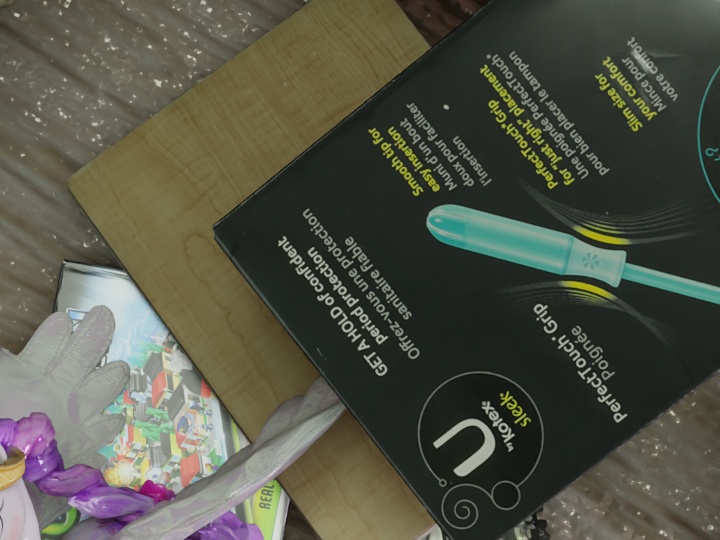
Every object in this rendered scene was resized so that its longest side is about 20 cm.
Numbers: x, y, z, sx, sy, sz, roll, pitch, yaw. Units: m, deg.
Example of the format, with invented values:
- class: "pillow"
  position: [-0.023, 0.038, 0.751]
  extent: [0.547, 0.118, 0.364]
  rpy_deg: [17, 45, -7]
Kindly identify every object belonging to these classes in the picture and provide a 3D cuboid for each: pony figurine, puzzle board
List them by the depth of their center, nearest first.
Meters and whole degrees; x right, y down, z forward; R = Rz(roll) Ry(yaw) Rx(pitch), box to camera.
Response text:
- class: "pony figurine"
  position: [-0.095, 0.110, 1.102]
  extent: [0.166, 0.193, 0.201]
  rpy_deg: [3, 117, 32]
- class: "puzzle board"
  position: [0.000, 0.000, 1.179]
  extent: [0.150, 0.017, 0.200]
  rpy_deg: [-36, 77, -5]

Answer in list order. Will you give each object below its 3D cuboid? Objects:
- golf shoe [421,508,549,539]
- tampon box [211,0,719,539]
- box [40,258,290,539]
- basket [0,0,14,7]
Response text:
- class: "golf shoe"
  position: [0.043, 0.156, 1.200]
  extent: [0.088, 0.077, 0.201]
  rpy_deg: [-17, 83, 11]
- class: "tampon box"
  position: [0.076, -0.024, 1.070]
  extent: [0.200, 0.126, 0.150]
  rpy_deg: [-38, 90, 12]
- class: "box"
  position: [-0.086, 0.105, 1.200]
  extent: [0.109, 0.035, 0.201]
  rpy_deg: [11, 84, -4]
- class: "basket"
  position: [-0.199, -0.156, 1.131]
  extent: [0.161, 0.200, 0.198]
  rpy_deg: [44, 83, -3]
